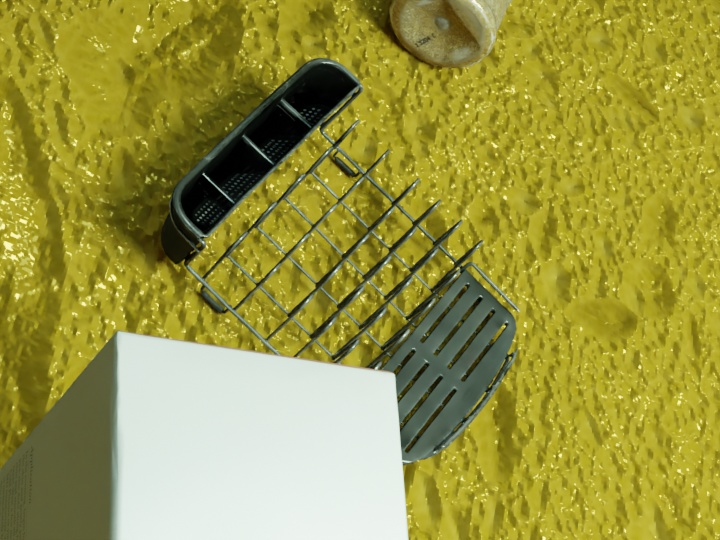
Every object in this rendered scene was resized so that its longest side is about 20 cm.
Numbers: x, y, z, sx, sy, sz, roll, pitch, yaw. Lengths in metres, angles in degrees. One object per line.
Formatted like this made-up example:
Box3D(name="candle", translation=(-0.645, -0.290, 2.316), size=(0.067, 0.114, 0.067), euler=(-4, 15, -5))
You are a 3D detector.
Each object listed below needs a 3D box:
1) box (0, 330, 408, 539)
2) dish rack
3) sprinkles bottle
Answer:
Box3D(name="box", translation=(-0.080, 0.116, 0.737), size=(0.124, 0.200, 0.098), euler=(10, 60, -26))
Box3D(name="dish rack", translation=(0.000, 0.000, 0.940), size=(0.200, 0.055, 0.153), euler=(44, 52, -2))
Box3D(name="sprinkles bottle", translation=(0.080, -0.216, 1.094), size=(0.068, 0.068, 0.201), euler=(33, 53, -11))
